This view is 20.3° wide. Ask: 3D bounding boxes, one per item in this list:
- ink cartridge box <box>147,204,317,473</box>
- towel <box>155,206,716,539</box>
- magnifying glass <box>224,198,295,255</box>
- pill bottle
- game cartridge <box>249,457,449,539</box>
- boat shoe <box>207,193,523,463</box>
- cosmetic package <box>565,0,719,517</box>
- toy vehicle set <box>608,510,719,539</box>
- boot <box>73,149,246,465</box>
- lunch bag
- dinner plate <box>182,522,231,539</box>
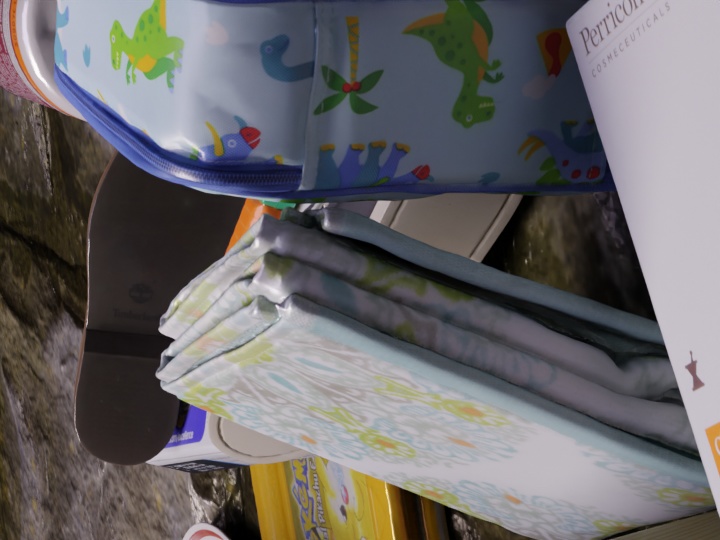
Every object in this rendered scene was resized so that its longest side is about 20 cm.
[{"bbox_3d":[-0.046,-0.004,0.998,0.198,0.043,0.201,162,117,-64],"label":"ink cartridge box"},{"bbox_3d":[0.034,0.041,0.708,0.171,0.199,0.048,-33,37,67],"label":"towel"},{"bbox_3d":[-0.032,-0.051,0.918,0.201,0.022,0.080,-65,27,22],"label":"magnifying glass"},{"bbox_3d":[-0.169,-0.151,1.164,0.200,0.114,0.115,23,121,62],"label":"pill bottle"},{"bbox_3d":[-0.012,0.115,1.023,0.200,0.032,0.177,-5,95,65],"label":"game cartridge"},{"bbox_3d":[0.000,0.000,0.848,0.200,0.072,0.063,-52,29,26],"label":"boat shoe"},{"bbox_3d":[0.137,-0.005,0.584,0.101,0.071,0.201,137,120,-63],"label":"cosmetic package"},{"bbox_3d":[0.064,0.142,0.744,0.027,0.124,0.200,70,154,20],"label":"toy vehicle set"},{"bbox_3d":[-0.105,-0.009,1.006,0.075,0.073,0.201,-115,41,-71],"label":"boot"},{"bbox_3d":[0.000,-0.081,0.702,0.161,0.199,0.083,36,125,54],"label":"lunch bag"},{"bbox_3d":[-0.070,0.250,1.220,0.200,0.024,0.201,40,136,55],"label":"dinner plate"}]
